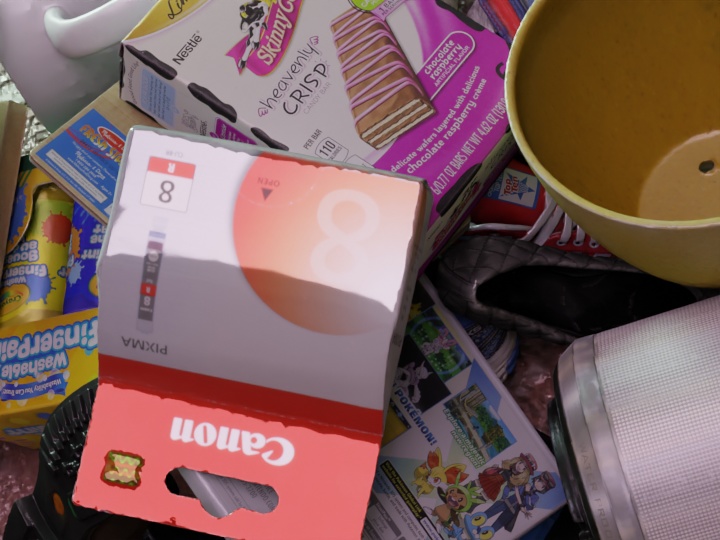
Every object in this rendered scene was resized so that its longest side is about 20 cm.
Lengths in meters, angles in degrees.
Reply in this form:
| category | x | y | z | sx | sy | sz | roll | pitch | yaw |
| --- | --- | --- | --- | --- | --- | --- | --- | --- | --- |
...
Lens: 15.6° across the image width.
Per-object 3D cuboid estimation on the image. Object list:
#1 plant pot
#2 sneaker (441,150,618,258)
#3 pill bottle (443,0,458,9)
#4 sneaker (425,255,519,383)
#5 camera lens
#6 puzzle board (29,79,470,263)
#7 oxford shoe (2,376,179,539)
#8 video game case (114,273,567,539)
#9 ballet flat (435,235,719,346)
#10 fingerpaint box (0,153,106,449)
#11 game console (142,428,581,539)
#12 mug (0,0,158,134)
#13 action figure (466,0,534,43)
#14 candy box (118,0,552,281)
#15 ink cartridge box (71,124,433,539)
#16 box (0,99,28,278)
| category | x | y | z | sx | sy | sz | roll | pitch | yaw |
| --- | --- | --- | --- | --- | --- | --- | --- | --- | --- |
| plant pot | 0.189 | -0.069 | 1.406 | 0.199 | 0.142 | 0.201 | -8 | 56 | 12 |
| sneaker | 0.125 | -0.036 | 1.499 | 0.199 | 0.113 | 0.071 | -4 | 66 | 15 |
| pill bottle | 0.006 | -0.168 | 1.573 | 0.109 | 0.110 | 0.201 | 4 | 79 | 17 |
| sneaker | 0.000 | 0.000 | 1.532 | 0.199 | 0.085 | 0.077 | 18 | 59 | 18 |
| camera lens | 0.210 | 0.091 | 1.405 | 0.199 | 0.160 | 0.160 | -18 | 67 | 9 |
| puzzle board | -0.061 | -0.043 | 1.448 | 0.200 | 0.017 | 0.151 | 40 | 61 | 16 |
| oxford shoe | -0.138 | 0.115 | 1.494 | 0.084 | 0.200 | 0.073 | -13 | 62 | -35 |
| video game case | -0.007 | 0.088 | 1.425 | 0.182 | 0.022 | 0.200 | -32 | 83 | -26 |
| ballet flat | 0.135 | 0.022 | 1.465 | 0.199 | 0.057 | 0.067 | 7 | 111 | -18 |
| fingerpaint box | -0.141 | 0.007 | 1.543 | 0.200 | 0.073 | 0.167 | -11 | 67 | 39 |
| game console | 0.010 | 0.136 | 1.476 | 0.200 | 0.176 | 0.117 | 27 | 109 | 23 |
| mug | -0.143 | -0.180 | 1.591 | 0.175 | 0.148 | 0.200 | -29 | 21 | 1 |
| action figure | 0.154 | -0.162 | 1.568 | 0.193 | 0.105 | 0.200 | -24 | 96 | 13 |
| candy box | -0.014 | -0.103 | 1.443 | 0.200 | 0.061 | 0.136 | 32 | 63 | 12 |
| ink cartridge box | -0.061 | 0.037 | 1.355 | 0.162 | 0.050 | 0.201 | 11 | 83 | 11 |
| box | -0.271 | 0.004 | 1.607 | 0.163 | 0.021 | 0.201 | -9 | 67 | 45 |
